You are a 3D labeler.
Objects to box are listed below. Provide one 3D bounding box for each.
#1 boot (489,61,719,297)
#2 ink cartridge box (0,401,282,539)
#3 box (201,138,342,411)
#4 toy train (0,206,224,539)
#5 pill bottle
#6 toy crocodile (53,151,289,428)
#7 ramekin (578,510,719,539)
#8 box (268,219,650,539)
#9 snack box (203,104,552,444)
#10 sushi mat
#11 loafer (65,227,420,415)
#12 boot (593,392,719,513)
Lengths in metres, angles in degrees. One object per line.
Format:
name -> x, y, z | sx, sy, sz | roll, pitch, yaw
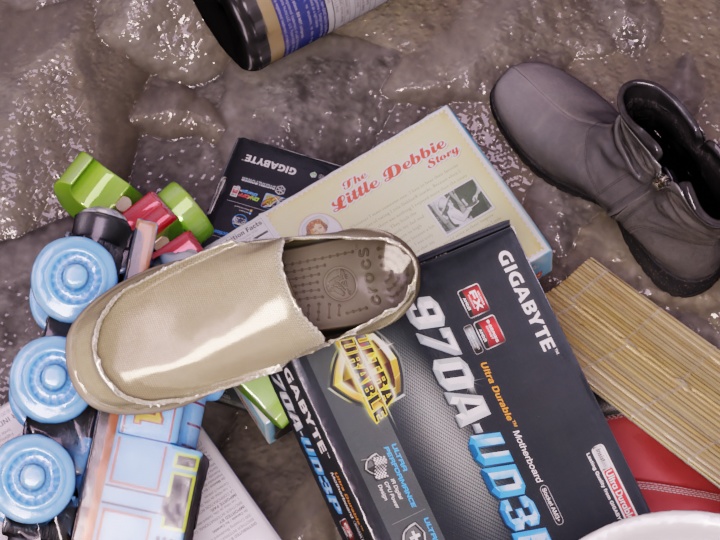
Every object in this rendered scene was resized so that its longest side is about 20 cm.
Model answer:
boot -> 0.161, -0.084, 1.305 | 0.070, 0.132, 0.200 | -42, 70, -16
ink cartridge box -> -0.130, 0.153, 1.196 | 0.136, 0.076, 0.200 | -33, 66, -13
box -> -0.010, 0.020, 1.301 | 0.199, 0.046, 0.160 | 16, 68, 10
toy train -> -0.130, 0.069, 1.129 | 0.113, 0.087, 0.201 | 12, 77, -7
pill bottle -> -0.014, -0.222, 1.388 | 0.199, 0.112, 0.112 | -29, 67, -12
toy crocodile -> -0.097, 0.008, 1.203 | 0.067, 0.062, 0.200 | -39, 70, -9
ramekin -> 0.162, 0.232, 1.067 | 0.199, 0.098, 0.202 | -1, 65, 1
box -> 0.053, 0.093, 1.164 | 0.158, 0.046, 0.201 | -22, 82, -24
snack box -> 0.000, 0.000, 1.254 | 0.199, 0.037, 0.116 | -31, 68, -9
sushi mat -> 0.184, 0.067, 1.244 | 0.200, 0.012, 0.095 | 38, 42, 24
loafer -> -0.055, 0.016, 1.085 | 0.199, 0.068, 0.076 | -20, 84, -23
boot -> 0.212, 0.116, 1.246 | 0.198, 0.073, 0.145 | 1, 63, 7
